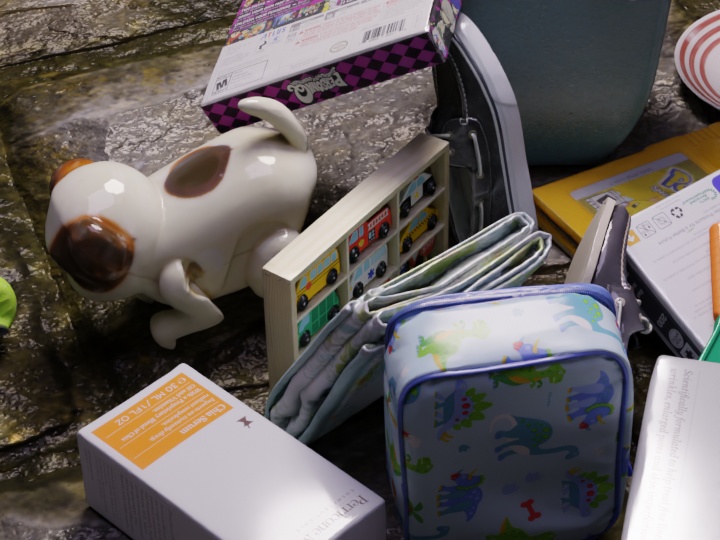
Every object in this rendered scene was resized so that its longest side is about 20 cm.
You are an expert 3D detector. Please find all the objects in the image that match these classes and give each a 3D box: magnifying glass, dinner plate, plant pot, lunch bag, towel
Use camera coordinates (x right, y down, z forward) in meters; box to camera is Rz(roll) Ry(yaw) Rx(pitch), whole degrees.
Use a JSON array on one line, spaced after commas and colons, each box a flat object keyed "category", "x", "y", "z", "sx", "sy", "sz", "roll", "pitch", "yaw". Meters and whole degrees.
[{"category": "magnifying glass", "x": 0.264, "y": 0.054, "z": 1.430, "sx": 0.079, "sy": 0.022, "sz": 0.201, "roll": 7, "pitch": 59, "yaw": -5}, {"category": "dinner plate", "x": 0.376, "y": -0.176, "z": 1.772, "sx": 0.199, "sy": 0.024, "sz": 0.201, "roll": -2, "pitch": 38, "yaw": 1}, {"category": "plant pot", "x": 0.147, "y": -0.197, "z": 1.665, "sx": 0.195, "sy": 0.201, "sz": 0.196, "roll": -1, "pitch": 38, "yaw": 1}, {"category": "lunch bag", "x": 0.096, "y": 0.100, "z": 1.296, "sx": 0.160, "sy": 0.201, "sz": 0.083, "roll": -8, "pitch": 46, "yaw": -3}, {"category": "towel", "x": 0.031, "y": 0.045, "z": 1.388, "sx": 0.171, "sy": 0.200, "sz": 0.048, "roll": -27, "pitch": 78, "yaw": -32}]

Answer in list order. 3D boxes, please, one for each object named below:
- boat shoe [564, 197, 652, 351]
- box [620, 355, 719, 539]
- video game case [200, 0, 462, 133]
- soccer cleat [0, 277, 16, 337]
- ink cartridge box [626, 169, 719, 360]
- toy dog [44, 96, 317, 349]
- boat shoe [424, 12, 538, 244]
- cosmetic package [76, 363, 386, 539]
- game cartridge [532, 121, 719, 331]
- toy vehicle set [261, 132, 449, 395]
[{"category": "boat shoe", "x": 0.173, "y": 0.045, "z": 1.433, "sx": 0.062, "sy": 0.073, "sz": 0.201, "roll": 17, "pitch": 67, "yaw": -4}, {"category": "box", "x": 0.266, "y": 0.174, "z": 1.252, "sx": 0.199, "sy": 0.131, "sz": 0.199, "roll": 8, "pitch": 39, "yaw": 12}, {"category": "video game case", "x": -0.012, "y": -0.195, "z": 1.527, "sx": 0.199, "sy": 0.036, "sz": 0.182, "roll": -16, "pitch": 37, "yaw": 27}, {"category": "soccer cleat", "x": -0.355, "y": 0.047, "z": 1.499, "sx": 0.199, "sy": 0.068, "sz": 0.081, "roll": -17, "pitch": 23, "yaw": -20}, {"category": "ink cartridge box", "x": 0.311, "y": 0.012, "z": 1.500, "sx": 0.197, "sy": 0.043, "sz": 0.200, "roll": -26, "pitch": 65, "yaw": -25}, {"category": "toy dog", "x": -0.132, "y": -0.030, "z": 1.484, "sx": 0.199, "sy": 0.194, "sz": 0.140, "roll": -7, "pitch": 50, "yaw": -17}, {"category": "boat shoe", "x": 0.083, "y": -0.097, "z": 1.550, "sx": 0.071, "sy": 0.201, "sz": 0.072, "roll": -25, "pitch": 23, "yaw": -16}, {"category": "cosmetic package", "x": -0.087, "y": 0.154, "z": 1.339, "sx": 0.200, "sy": 0.072, "sz": 0.101, "roll": 30, "pitch": 48, "yaw": 33}, {"category": "game cartridge", "x": 0.261, "y": -0.042, "z": 1.601, "sx": 0.199, "sy": 0.033, "sz": 0.176, "roll": -22, "pitch": 43, "yaw": -21}, {"category": "toy vehicle set", "x": 0.000, "y": 0.000, "z": 1.485, "sx": 0.026, "sy": 0.125, "sz": 0.200, "roll": 23, "pitch": 45, "yaw": 28}]
